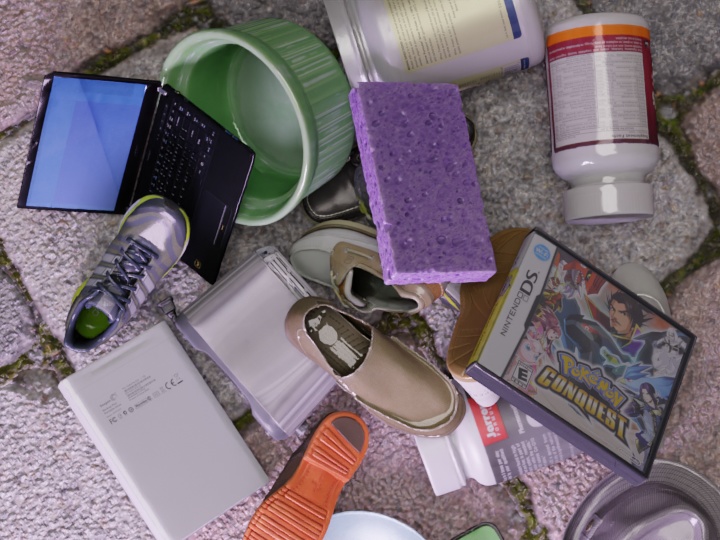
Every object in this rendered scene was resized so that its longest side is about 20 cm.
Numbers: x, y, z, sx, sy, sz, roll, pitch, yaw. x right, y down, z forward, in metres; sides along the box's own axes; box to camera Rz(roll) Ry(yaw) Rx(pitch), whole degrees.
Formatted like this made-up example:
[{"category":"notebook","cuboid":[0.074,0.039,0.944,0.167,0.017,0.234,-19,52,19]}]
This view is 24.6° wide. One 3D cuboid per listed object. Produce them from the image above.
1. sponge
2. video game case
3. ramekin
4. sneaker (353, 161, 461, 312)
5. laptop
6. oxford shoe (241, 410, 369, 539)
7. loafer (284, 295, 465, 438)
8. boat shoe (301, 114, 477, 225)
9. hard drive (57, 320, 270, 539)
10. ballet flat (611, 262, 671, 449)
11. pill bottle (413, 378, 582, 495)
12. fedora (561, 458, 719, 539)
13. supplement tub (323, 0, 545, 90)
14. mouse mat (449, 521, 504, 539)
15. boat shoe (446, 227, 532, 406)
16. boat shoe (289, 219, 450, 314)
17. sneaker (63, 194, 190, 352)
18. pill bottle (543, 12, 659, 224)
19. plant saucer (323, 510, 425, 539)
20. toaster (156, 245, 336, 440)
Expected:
[{"category":"sponge","cuboid":[0.059,-0.086,1.588,0.111,0.030,0.201,-2,70,-24]},{"category":"video game case","cuboid":[0.214,0.079,1.573,0.199,0.026,0.181,33,53,-7]},{"category":"ramekin","cuboid":[-0.100,-0.155,1.648,0.199,0.098,0.201,19,123,32]},{"category":"sneaker","cuboid":[0.071,-0.048,1.674,0.085,0.074,0.200,-45,114,-14]},{"category":"laptop","cuboid":[-0.226,-0.090,1.647,0.200,0.103,0.178,38,132,19]},{"category":"oxford shoe","cuboid":[-0.060,0.232,1.669,0.071,0.073,0.200,38,82,-8]},{"category":"loafer","cuboid":[0.011,0.095,1.579,0.199,0.067,0.076,31,87,4]},{"category":"boat shoe","cuboid":[0.027,-0.111,1.697,0.200,0.066,0.072,-26,84,1]},{"category":"hard drive","cuboid":[-0.199,0.167,1.680,0.132,0.027,0.201,-31,83,-29]},{"category":"ballet flat","cuboid":[0.286,0.091,1.666,0.069,0.069,0.202,-1,85,3]},{"category":"pill bottle","cuboid":[0.152,0.146,1.644,0.199,0.114,0.115,-20,84,1]},{"category":"fedora","cuboid":[0.291,0.287,1.636,0.177,0.090,0.200,44,89,5]},{"category":"supplement tub","cuboid":[0.074,-0.249,1.667,0.199,0.145,0.146,-18,84,2]},{"category":"mouse mat","cuboid":[0.114,0.379,1.681,0.160,0.008,0.201,-29,83,0]},{"category":"boat shoe","cuboid":[0.135,0.046,1.625,0.070,0.070,0.201,1,49,28]},{"category":"boat shoe","cuboid":[0.000,0.000,1.641,0.199,0.075,0.069,3,46,41]},{"category":"sneaker","cuboid":[-0.236,0.010,1.658,0.074,0.081,0.200,30,118,-9]},{"category":"pill bottle","cuboid":[0.245,-0.151,1.666,0.109,0.110,0.202,-4,85,3]},{"category":"plant saucer","cuboid":[-0.001,0.346,1.667,0.199,0.039,0.203,-2,77,8]},{"category":"toaster","cuboid":[-0.095,0.065,1.668,0.129,0.114,0.200,-42,86,-4]}]
